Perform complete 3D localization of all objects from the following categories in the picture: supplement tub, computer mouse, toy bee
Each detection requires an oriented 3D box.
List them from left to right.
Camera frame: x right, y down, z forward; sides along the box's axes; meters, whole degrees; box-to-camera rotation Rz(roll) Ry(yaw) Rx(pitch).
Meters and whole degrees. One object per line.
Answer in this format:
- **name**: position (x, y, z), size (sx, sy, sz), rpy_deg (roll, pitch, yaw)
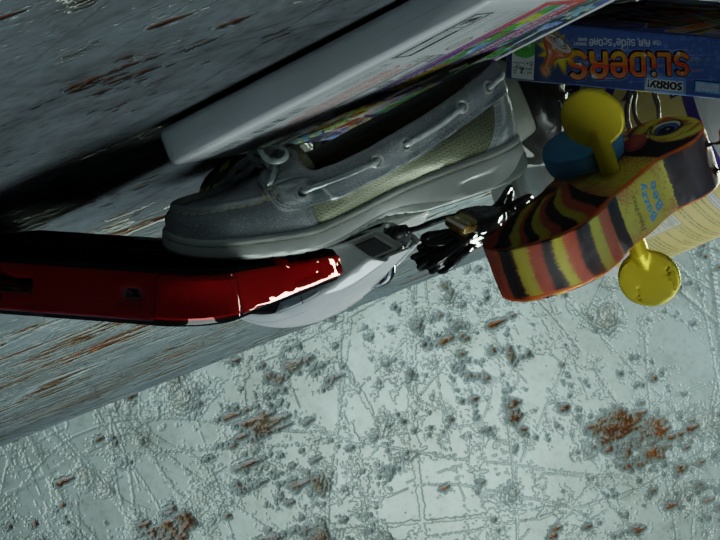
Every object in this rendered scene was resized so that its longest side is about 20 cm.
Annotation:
- **computer mouse**: position (0.000, 0.000, 1.467), size (0.199, 0.044, 0.110), rpy_deg (-15, -173, 29)
- **toy bee**: position (0.156, -0.058, 1.426), size (0.108, 0.131, 0.201), rpy_deg (-2, -127, 40)
- **supplement tub**: position (0.204, -0.081, 1.781), size (0.199, 0.146, 0.145), rpy_deg (-25, 175, 32)

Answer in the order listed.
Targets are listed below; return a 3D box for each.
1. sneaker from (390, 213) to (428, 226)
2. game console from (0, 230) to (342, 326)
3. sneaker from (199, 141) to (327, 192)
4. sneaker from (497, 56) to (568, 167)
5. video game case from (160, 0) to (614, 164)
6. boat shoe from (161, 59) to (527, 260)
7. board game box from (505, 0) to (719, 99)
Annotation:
- **sneaker**: position (0.000, -0.053, 1.661), size (0.079, 0.074, 0.200), rpy_deg (-37, 174, 36)
- **game console**: position (-0.130, 0.002, 1.354), size (0.199, 0.031, 0.177), rpy_deg (4, -174, 22)
- **sneaker**: position (-0.055, -0.037, 1.467), size (0.084, 0.075, 0.200), rpy_deg (-22, 176, 7)
- **sneaker**: position (0.065, -0.082, 1.538), size (0.080, 0.074, 0.200), rpy_deg (-18, 174, -23)
- **video game case**: position (0.021, -0.109, 1.306), size (0.199, 0.023, 0.182), rpy_deg (-26, 175, 29)
- **boat shoe**: position (-0.011, -0.054, 1.325), size (0.201, 0.065, 0.074), rpy_deg (-16, -166, -12)
- **board game box**: position (0.188, -0.129, 1.449), size (0.135, 0.035, 0.200), rpy_deg (9, -167, 32)
